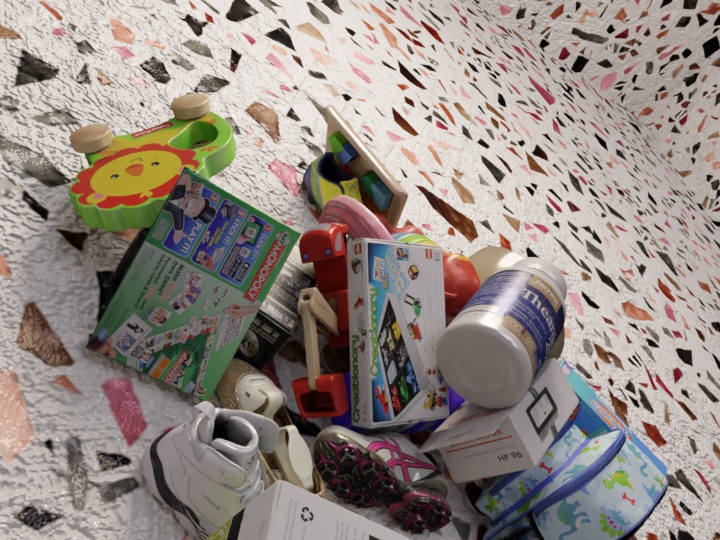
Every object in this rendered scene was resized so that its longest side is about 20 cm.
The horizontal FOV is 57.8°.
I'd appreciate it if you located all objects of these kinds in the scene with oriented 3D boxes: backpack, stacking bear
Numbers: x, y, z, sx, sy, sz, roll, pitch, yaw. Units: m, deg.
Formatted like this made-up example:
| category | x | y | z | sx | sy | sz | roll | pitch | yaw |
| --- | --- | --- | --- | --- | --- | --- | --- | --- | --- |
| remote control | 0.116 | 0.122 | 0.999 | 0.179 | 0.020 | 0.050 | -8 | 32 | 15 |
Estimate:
| category | x | y | z | sx | sy | sz | roll | pitch | yaw |
| --- | --- | --- | --- | --- | --- | --- | --- | --- | --- |
| backpack | 0.249 | 0.272 | 0.791 | 0.182 | 0.200 | 0.147 | -17 | 66 | -51 |
| stacking bear | 0.087 | 0.004 | 0.908 | 0.121 | 0.115 | 0.200 | 15 | 7 | -35 |

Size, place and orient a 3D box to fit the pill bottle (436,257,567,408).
| category | x | y | z | sx | sy | sz | roll | pitch | yaw |
| --- | --- | --- | --- | --- | --- | --- | --- | --- | --- |
| pill bottle | 0.179 | 0.063 | 0.778 | 0.111 | 0.111 | 0.200 | 45 | 42 | 4 |

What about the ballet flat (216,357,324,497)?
| category | x | y | z | sx | sy | sz | roll | pitch | yaw |
| --- | --- | --- | --- | --- | --- | --- | --- | --- | --- |
| ballet flat | -0.090 | 0.164 | 0.681 | 0.070 | 0.065 | 0.201 | -10 | 60 | -46 |

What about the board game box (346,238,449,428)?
| category | x | y | z | sx | sy | sz | roll | pitch | yaw |
| --- | --- | --- | --- | --- | --- | --- | --- | --- | --- |
| board game box | 0.044 | 0.069 | 0.739 | 0.125 | 0.034 | 0.202 | 5 | 81 | -40 |

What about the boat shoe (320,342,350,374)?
| category | x | y | z | sx | sy | sz | roll | pitch | yaw |
| --- | --- | --- | --- | --- | --- | --- | --- | --- | --- |
| boat shoe | 0.039 | 0.116 | 0.860 | 0.199 | 0.068 | 0.072 | 15 | 43 | -34 |

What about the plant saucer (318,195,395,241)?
| category | x | y | z | sx | sy | sz | roll | pitch | yaw |
| --- | --- | --- | --- | --- | --- | --- | --- | --- | --- |
| plant saucer | 0.000 | 0.000 | 0.867 | 0.051 | 0.201 | 0.201 | -32 | 76 | -20 |

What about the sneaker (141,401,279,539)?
| category | x | y | z | sx | sy | sz | roll | pitch | yaw |
| --- | --- | --- | --- | --- | --- | --- | --- | --- | --- |
| sneaker | -0.100 | 0.205 | 0.584 | 0.200 | 0.115 | 0.075 | 44 | 35 | 1 |

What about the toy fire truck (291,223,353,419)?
| category | x | y | z | sx | sy | sz | roll | pitch | yaw |
| --- | --- | --- | --- | --- | --- | --- | --- | --- | --- |
| toy fire truck | -0.039 | 0.049 | 0.735 | 0.141 | 0.048 | 0.202 | -21 | 101 | -69 |

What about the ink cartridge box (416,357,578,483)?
| category | x | y | z | sx | sy | sz | roll | pitch | yaw |
| --- | --- | --- | --- | --- | --- | --- | --- | --- | --- |
| ink cartridge box | 0.167 | 0.186 | 0.776 | 0.199 | 0.116 | 0.068 | -26 | 88 | -51 |

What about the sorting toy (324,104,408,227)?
| category | x | y | z | sx | sy | sz | roll | pitch | yaw |
| --- | --- | --- | --- | --- | --- | --- | --- | --- | --- |
| sorting toy | -0.001 | -0.149 | 1.045 | 0.036 | 0.200 | 0.185 | -38 | 79 | -10 |

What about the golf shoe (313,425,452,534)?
| category | x | y | z | sx | sy | sz | roll | pitch | yaw |
| --- | --- | --- | --- | --- | --- | --- | --- | --- | --- |
| golf shoe | 0.021 | 0.218 | 0.730 | 0.200 | 0.072 | 0.092 | 40 | 25 | -30 |

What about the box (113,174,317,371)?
| category | x | y | z | sx | sy | sz | roll | pitch | yaw |
| --- | --- | --- | --- | --- | --- | --- | --- | --- | --- |
| box | -0.157 | -0.006 | 0.775 | 0.199 | 0.086 | 0.164 | 35 | 35 | -12 |

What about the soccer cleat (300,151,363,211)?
| category | x | y | z | sx | sy | sz | roll | pitch | yaw |
| --- | --- | --- | --- | --- | --- | --- | --- | --- | --- |
| soccer cleat | -0.019 | -0.096 | 1.012 | 0.064 | 0.084 | 0.201 | -15 | 64 | -51 |

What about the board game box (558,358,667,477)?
| category | x | y | z | sx | sy | sz | roll | pitch | yaw |
| --- | --- | --- | --- | --- | --- | --- | --- | --- | --- |
| board game box | 0.293 | 0.244 | 0.909 | 0.200 | 0.152 | 0.045 | 46 | 35 | 6 |

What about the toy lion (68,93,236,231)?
| category | x | y | z | sx | sy | sz | roll | pitch | yaw |
| --- | --- | --- | --- | --- | --- | --- | --- | --- | --- |
| toy lion | -0.229 | -0.118 | 0.736 | 0.199 | 0.069 | 0.192 | -26 | 43 | -23 |

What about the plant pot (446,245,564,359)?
| category | x | y | z | sx | sy | sz | roll | pitch | yaw |
| --- | --- | --- | --- | --- | --- | --- | --- | --- | --- |
| plant pot | 0.177 | 0.084 | 0.955 | 0.134 | 0.201 | 0.201 | -27 | 71 | -24 |

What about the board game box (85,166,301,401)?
| category | x | y | z | sx | sy | sz | roll | pitch | yaw |
| --- | --- | --- | --- | --- | --- | --- | --- | --- | --- |
| board game box | -0.167 | 0.017 | 0.663 | 0.134 | 0.201 | 0.029 | 30 | -1 | -19 |

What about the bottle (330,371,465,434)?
| category | x | y | z | sx | sy | sz | roll | pitch | yaw |
| --- | --- | --- | --- | --- | --- | --- | --- | --- | --- |
| bottle | 0.057 | 0.166 | 0.813 | 0.199 | 0.084 | 0.066 | 12 | 45 | -39 |

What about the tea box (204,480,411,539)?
| category | x | y | z | sx | sy | sz | roll | pitch | yaw |
| --- | --- | --- | --- | --- | --- | --- | --- | --- | --- |
| tea box | -0.067 | 0.294 | 0.450 | 0.133 | 0.197 | 0.201 | 31 | 35 | -18 |
